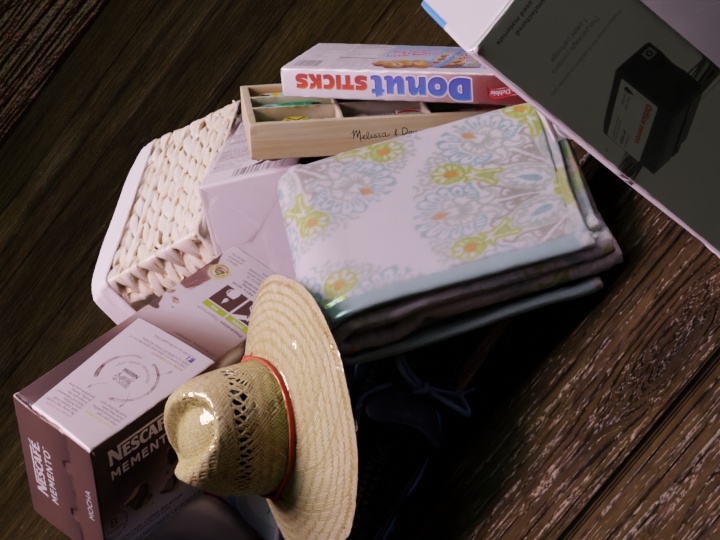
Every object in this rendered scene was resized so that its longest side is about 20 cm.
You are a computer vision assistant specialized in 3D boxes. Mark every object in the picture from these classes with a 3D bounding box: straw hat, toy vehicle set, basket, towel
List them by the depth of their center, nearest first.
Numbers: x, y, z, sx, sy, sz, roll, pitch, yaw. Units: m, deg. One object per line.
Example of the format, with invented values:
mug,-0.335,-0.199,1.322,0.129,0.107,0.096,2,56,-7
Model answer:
straw hat,-0.076,0.099,1.457,0.201,0.084,0.203,171,90,-69
towel,0.053,-0.027,1.498,0.199,0.048,0.172,-15,37,0
toy vehicle set,0.013,-0.115,1.735,0.124,0.198,0.027,-112,19,-71
basket,-0.123,-0.026,1.985,0.123,0.136,0.201,-27,31,32

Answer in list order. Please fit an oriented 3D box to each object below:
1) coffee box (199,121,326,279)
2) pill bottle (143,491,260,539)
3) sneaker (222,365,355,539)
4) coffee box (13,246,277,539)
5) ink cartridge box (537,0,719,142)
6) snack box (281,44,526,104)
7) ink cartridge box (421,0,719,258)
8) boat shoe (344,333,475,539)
coffee box,-0.059,-0.045,1.797,0.079,0.114,0.200,-11,15,9
pill bottle,-0.130,0.165,1.711,0.114,0.113,0.200,-49,19,18
sneaker,-0.001,0.112,1.578,0.200,0.075,0.087,-45,52,10
coffee box,-0.128,0.089,1.590,0.200,0.080,0.114,-35,-38,-32
ink cartridge box,0.160,-0.176,1.533,0.144,0.084,0.200,-25,23,3
snack box,0.048,-0.142,1.698,0.199,0.025,0.072,4,20,22
ink cartridge box,0.145,-0.110,1.347,0.084,0.200,0.145,-51,18,7
boat shoe,0.030,0.099,1.497,0.069,0.084,0.201,176,111,-72
